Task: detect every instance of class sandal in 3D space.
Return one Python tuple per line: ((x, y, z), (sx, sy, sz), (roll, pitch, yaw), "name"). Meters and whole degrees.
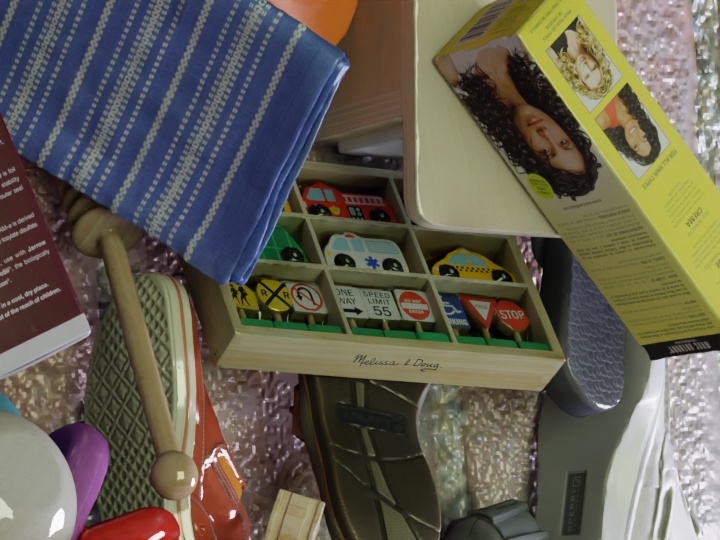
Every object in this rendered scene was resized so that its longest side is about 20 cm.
((-0.001, 0.079, 1.436), (0.081, 0.055, 0.201), (14, 45, -25), "sandal")
((0.114, -0.014, 1.540), (0.076, 0.043, 0.201), (40, 48, -36), "sandal")

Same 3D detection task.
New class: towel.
((-0.114, -0.092, 1.324), (0.199, 0.145, 0.024), (31, 34, 4), "towel")

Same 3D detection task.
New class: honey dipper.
((-0.107, 0.024, 1.351), (0.038, 0.038, 0.201), (6, 46, -32), "honey dipper")

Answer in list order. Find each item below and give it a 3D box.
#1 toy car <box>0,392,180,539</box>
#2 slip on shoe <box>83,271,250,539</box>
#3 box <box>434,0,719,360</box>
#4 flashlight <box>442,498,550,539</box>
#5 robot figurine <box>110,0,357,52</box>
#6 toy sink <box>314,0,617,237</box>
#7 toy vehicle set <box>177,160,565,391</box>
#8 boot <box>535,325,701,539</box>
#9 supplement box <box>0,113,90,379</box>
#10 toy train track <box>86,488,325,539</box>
((-0.150, 0.133, 1.267), (0.200, 0.175, 0.150), (46, 43, -8), "toy car")
((-0.090, 0.100, 1.400), (0.061, 0.074, 0.202), (-10, 93, -46), "slip on shoe")
((0.125, -0.047, 1.417), (0.200, 0.075, 0.050), (52, 60, -16), "box")
((0.022, 0.159, 1.437), (0.199, 0.068, 0.068), (-15, 71, -49), "flashlight")
((-0.071, -0.162, 1.385), (0.143, 0.117, 0.200), (-30, 142, 0), "robot figurine")
((0.052, -0.113, 1.487), (0.130, 0.112, 0.202), (2, 83, -31), "toy sink")
((0.000, 0.000, 1.451), (0.199, 0.027, 0.125), (5, 47, -33), "toy vehicle set")
((0.148, 0.121, 1.557), (0.095, 0.073, 0.201), (26, 72, -43), "boot")
((-0.208, -0.047, 1.315), (0.061, 0.109, 0.201), (-27, 100, -31), "supplement box")
((-0.086, 0.150, 1.341), (0.199, 0.033, 0.115), (16, 90, 13), "toy train track")
